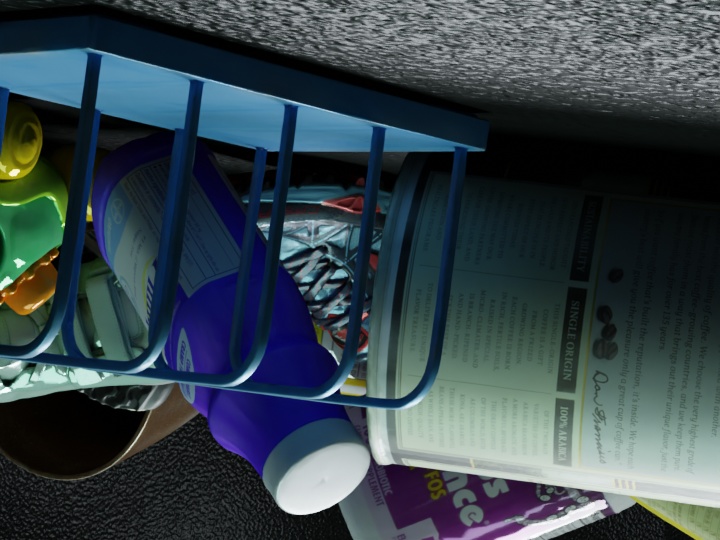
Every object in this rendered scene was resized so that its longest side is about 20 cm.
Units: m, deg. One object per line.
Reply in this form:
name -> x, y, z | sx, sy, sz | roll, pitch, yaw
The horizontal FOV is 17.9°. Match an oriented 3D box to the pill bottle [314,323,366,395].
pill bottle -> -0.012, 0.016, 1.329 | 0.199, 0.115, 0.114 | 8, 176, -1

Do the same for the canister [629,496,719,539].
canister -> 0.233, 0.127, 1.105 | 0.200, 0.087, 0.148 | 30, 179, 31

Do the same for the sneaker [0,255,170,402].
sneaker -> -0.156, 0.037, 1.170 | 0.200, 0.074, 0.118 | -17, 180, 42

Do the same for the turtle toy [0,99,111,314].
turtle toy -> -0.215, -0.031, 1.090 | 0.145, 0.101, 0.200 | 5, 169, 27

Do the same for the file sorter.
file sorter -> -0.073, -0.018, 0.891 | 0.200, 0.123, 0.139 | 10, 176, -43

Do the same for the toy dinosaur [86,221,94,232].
toy dinosaur -> -0.199, -0.038, 1.231 | 0.199, 0.061, 0.106 | 7, -173, -27

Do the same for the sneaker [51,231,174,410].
sneaker -> -0.160, 0.000, 1.312 | 0.200, 0.070, 0.093 | 42, -158, 22

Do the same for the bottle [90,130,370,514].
bottle -> -0.060, 0.025, 1.051 | 0.065, 0.200, 0.084 | -19, 142, -19

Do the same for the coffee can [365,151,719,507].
coffee can -> 0.114, 0.027, 1.009 | 0.199, 0.147, 0.146 | 7, 176, 10

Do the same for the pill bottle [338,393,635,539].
pill bottle -> 0.089, 0.092, 1.250 | 0.200, 0.113, 0.112 | -23, 170, 10

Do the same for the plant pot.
plant pot -> -0.149, 0.033, 1.581 | 0.187, 0.188, 0.200 | 5, -170, 34

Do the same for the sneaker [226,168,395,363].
sneaker -> 0.000, 0.000, 1.201 | 0.200, 0.096, 0.079 | 10, 175, -35
